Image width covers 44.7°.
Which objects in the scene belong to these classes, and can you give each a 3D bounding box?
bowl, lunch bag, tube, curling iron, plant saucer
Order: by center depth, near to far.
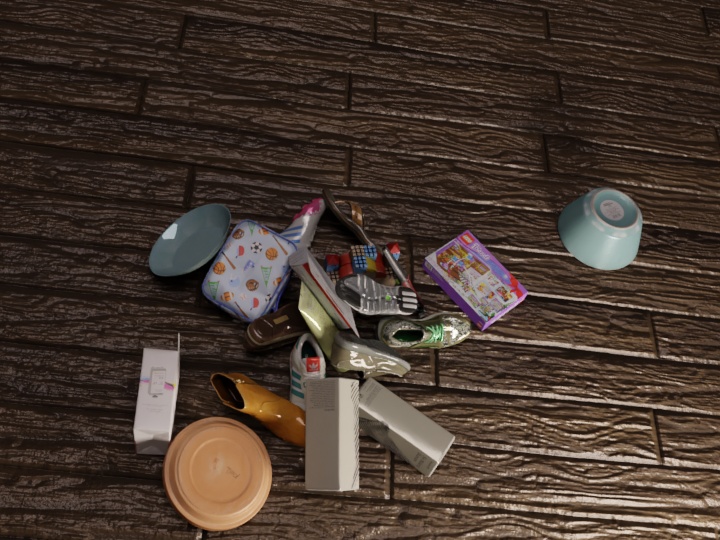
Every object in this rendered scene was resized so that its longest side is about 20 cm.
[{"bbox_3d":[-0.253,0.360,1.566,0.199,0.032,0.202,11,63,-22],"label":"plant saucer"},{"bbox_3d":[-0.072,0.115,1.702,0.052,0.200,0.058,-43,37,-17],"label":"tube"},{"bbox_3d":[-0.220,0.010,1.778,0.160,0.076,0.201,28,78,1],"label":"lunch bag"},{"bbox_3d":[-0.342,-0.053,1.800,0.200,0.039,0.202,-21,39,18],"label":"plant saucer"},{"bbox_3d":[0.095,0.025,1.804,0.025,0.201,0.050,-31,30,-1],"label":"curling iron"},{"bbox_3d":[0.571,-0.113,2.028,0.199,0.105,0.202,6,57,-9],"label":"bowl"}]

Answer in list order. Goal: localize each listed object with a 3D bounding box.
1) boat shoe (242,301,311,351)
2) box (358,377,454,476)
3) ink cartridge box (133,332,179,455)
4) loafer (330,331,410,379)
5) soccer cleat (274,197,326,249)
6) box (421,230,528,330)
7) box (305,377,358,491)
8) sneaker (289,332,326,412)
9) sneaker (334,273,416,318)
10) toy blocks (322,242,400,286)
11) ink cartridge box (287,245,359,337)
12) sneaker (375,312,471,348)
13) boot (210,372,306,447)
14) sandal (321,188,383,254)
[{"bbox_3d":[-0.155,0.115,1.753,0.202,0.075,0.075,-10,59,-44],"label":"boat shoe"},{"bbox_3d":[0.073,0.298,1.667,0.199,0.082,0.068,34,57,12],"label":"box"},{"bbox_3d":[-0.372,0.224,1.610,0.067,0.117,0.201,5,56,-9],"label":"ink cartridge box"},{"bbox_3d":[0.014,0.176,1.723,0.199,0.070,0.075,22,12,-37],"label":"loafer"},{"bbox_3d":[-0.129,-0.073,1.887,0.086,0.070,0.200,42,65,6],"label":"soccer cleat"},{"bbox_3d":[0.250,0.019,1.916,0.136,0.039,0.200,-32,68,-27],"label":"box"},{"bbox_3d":[-0.051,0.299,1.601,0.082,0.068,0.201,-6,77,33],"label":"box"},{"bbox_3d":[-0.100,0.214,1.686,0.070,0.094,0.201,-1,58,-12],"label":"sneaker"},{"bbox_3d":[0.008,0.064,1.756,0.199,0.115,0.076,15,68,-36],"label":"sneaker"},{"bbox_3d":[0.000,0.000,1.818,0.199,0.137,0.100,-5,59,-14],"label":"toy blocks"},{"bbox_3d":[-0.073,0.047,1.683,0.057,0.200,0.163,-34,106,8],"label":"ink cartridge box"},{"bbox_3d":[0.134,0.131,1.779,0.199,0.089,0.077,-4,99,-8],"label":"sneaker"},{"bbox_3d":[-0.181,0.258,1.607,0.201,0.144,0.071,35,92,19],"label":"boot"},{"bbox_3d":[-0.008,-0.109,1.915,0.055,0.082,0.200,-43,74,0],"label":"sandal"}]
